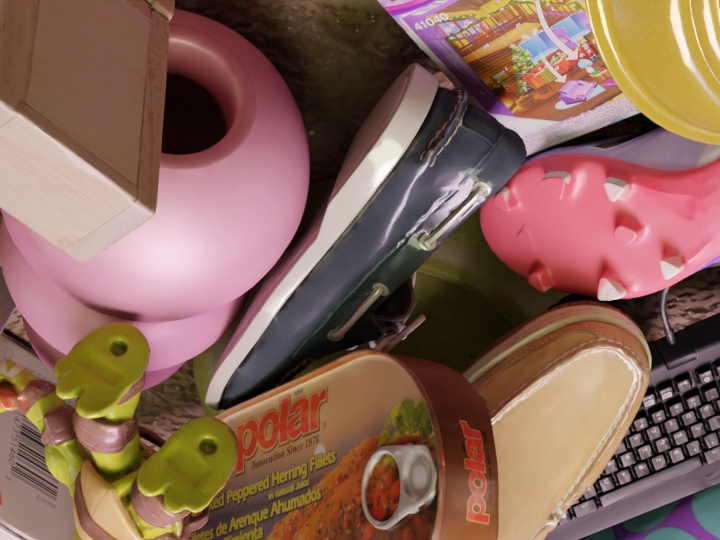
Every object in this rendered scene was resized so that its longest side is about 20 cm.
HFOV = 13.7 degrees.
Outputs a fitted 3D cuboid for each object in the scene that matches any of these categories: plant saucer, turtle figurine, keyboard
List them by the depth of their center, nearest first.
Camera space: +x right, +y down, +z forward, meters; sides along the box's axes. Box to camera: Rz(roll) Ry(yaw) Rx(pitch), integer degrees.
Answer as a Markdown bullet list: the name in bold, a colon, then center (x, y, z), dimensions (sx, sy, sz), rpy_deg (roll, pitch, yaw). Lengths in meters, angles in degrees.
- **turtle figurine**: center (-0.089, 0.099, 1.192), dimensions (0.064, 0.201, 0.162), rpy_deg (-21, 159, -24)
- **keyboard**: center (0.135, 0.041, 1.248), dimensions (0.199, 0.021, 0.128), rpy_deg (-23, 120, 0)
- **plant saucer**: center (0.018, 0.054, 1.292), dimensions (0.199, 0.031, 0.201), rpy_deg (7, 120, 12)

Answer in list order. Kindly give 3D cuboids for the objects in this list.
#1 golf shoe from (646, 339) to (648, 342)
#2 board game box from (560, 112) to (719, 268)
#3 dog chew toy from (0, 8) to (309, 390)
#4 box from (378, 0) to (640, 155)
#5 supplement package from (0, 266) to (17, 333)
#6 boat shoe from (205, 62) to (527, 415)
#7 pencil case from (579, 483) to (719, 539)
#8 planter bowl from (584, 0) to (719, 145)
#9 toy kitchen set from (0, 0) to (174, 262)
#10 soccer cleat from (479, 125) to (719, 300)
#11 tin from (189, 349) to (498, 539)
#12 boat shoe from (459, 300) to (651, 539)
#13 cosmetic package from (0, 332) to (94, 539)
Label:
- **golf shoe**: center (0.080, 0.092, 1.377), dimensions (0.088, 0.077, 0.200), rpy_deg (-3, 145, -49)
- **board game box**: center (0.185, -0.045, 1.226), dimensions (0.199, 0.024, 0.105), rpy_deg (-7, 137, 13)
- **dog chew toy**: center (-0.091, -0.017, 1.210), dimensions (0.124, 0.125, 0.200), rpy_deg (10, 149, -8)
- **box**: center (0.109, -0.126, 1.118), dimensions (0.199, 0.039, 0.137), rpy_deg (-20, 136, 27)
- **supplement package**: center (-0.241, 0.066, 1.234), dimensions (0.109, 0.200, 0.114), rpy_deg (36, 133, -9)
- **boat shoe**: center (0.000, 0.000, 1.202), dimensions (0.062, 0.075, 0.200), rpy_deg (30, 127, -6)
- **pencil case**: center (0.178, 0.127, 1.387), dimensions (0.092, 0.085, 0.200), rpy_deg (40, 130, -19)
- **planter bowl**: center (0.179, -0.117, 1.007), dimensions (0.199, 0.083, 0.202), rpy_deg (-18, 127, -26)
- **toy kitchen set**: center (-0.194, -0.081, 1.083), dimensions (0.199, 0.181, 0.163), rpy_deg (-32, 128, 30)
- **soccer cleat**: center (0.137, -0.037, 1.178), dimensions (0.199, 0.076, 0.067), rpy_deg (-15, 107, 41)
- **tin**: center (-0.014, 0.099, 1.185), dimensions (0.042, 0.113, 0.200), rpy_deg (3, 163, -35)
- **boat shoe**: center (0.048, 0.101, 1.209), dimensions (0.071, 0.076, 0.200), rpy_deg (33, 111, -16)
- **cosmetic package**: center (-0.217, 0.119, 1.393), dimensions (0.199, 0.104, 0.073), rpy_deg (-29, 132, 34)
